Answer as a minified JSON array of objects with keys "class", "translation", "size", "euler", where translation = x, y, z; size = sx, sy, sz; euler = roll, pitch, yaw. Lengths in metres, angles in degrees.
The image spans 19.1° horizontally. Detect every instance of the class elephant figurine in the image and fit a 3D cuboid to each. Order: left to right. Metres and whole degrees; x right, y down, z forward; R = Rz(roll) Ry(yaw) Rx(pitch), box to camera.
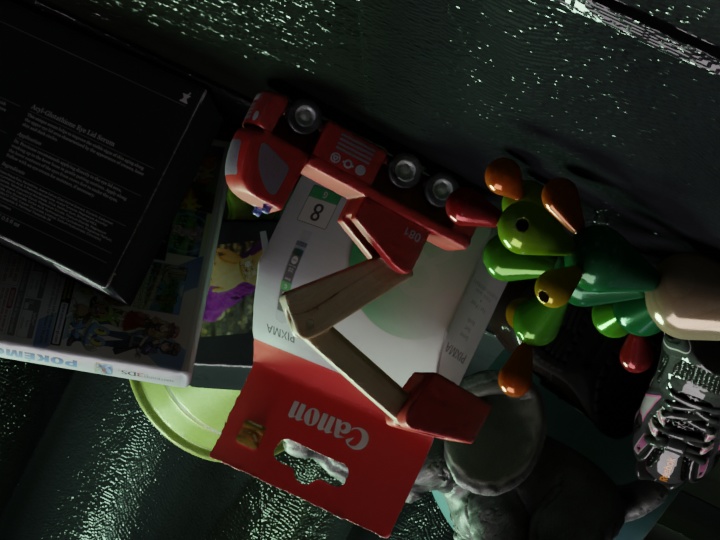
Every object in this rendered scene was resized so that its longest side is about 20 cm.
[{"class":"elephant figurine","translation":[0.071,0.123,1.401],"size":[0.141,0.155,0.200],"euler":[-34,91,37]}]

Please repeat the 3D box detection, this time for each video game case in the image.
[{"class":"video game case","translation":[-0.186,-0.021,1.414],"size":[0.182,0.201,0.022],"euler":[10,141,-2]}]

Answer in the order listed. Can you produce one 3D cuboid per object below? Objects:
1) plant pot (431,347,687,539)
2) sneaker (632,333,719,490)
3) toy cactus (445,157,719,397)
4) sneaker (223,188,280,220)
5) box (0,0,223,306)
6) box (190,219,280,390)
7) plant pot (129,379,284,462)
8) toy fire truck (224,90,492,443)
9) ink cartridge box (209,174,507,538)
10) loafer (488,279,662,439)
[{"class":"plant pot","translation":[0.143,0.141,1.553],"size":[0.161,0.201,0.201],"euler":[37,174,9]},{"class":"sneaker","translation":[0.208,0.090,1.319],"size":[0.080,0.087,0.200],"euler":[23,165,14]},{"class":"toy cactus","translation":[0.134,0.013,1.118],"size":[0.164,0.103,0.200],"euler":[12,158,26]},{"class":"sneaker","translation":[-0.144,-0.062,1.558],"size":[0.200,0.074,0.084],"euler":[21,167,33]},{"class":"box","translation":[-0.209,-0.085,1.362],"size":[0.199,0.142,0.079],"euler":[25,174,10]},{"class":"box","translation":[-0.052,0.028,1.484],"size":[0.199,0.107,0.122],"euler":[2,168,24]},{"class":"plant pot","translation":[-0.085,0.056,1.862],"size":[0.200,0.201,0.190],"euler":[28,159,-13]},{"class":"toy fire truck","translation":[0.000,0.000,1.229],"size":[0.200,0.141,0.049],"euler":[27,173,-11]},{"class":"ink cartridge box","translation":[-0.008,0.045,1.338],"size":[0.161,0.201,0.050],"euler":[20,169,38]},{"class":"loafer","translation":[0.139,0.044,1.393],"size":[0.071,0.073,0.200],"euler":[33,173,39]}]
